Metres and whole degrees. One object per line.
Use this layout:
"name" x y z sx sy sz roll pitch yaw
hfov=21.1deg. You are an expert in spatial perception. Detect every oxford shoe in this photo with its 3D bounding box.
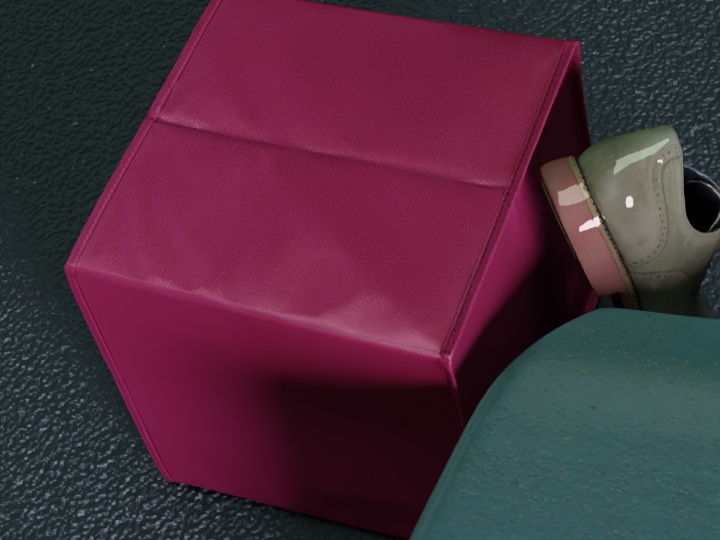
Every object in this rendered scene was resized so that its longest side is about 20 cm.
"oxford shoe" 0.153 -0.004 0.946 0.074 0.200 0.071 -27 60 11

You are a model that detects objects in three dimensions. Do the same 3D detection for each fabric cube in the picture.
"fabric cube" 0.000 0.000 0.984 0.197 0.197 0.201 11 56 21

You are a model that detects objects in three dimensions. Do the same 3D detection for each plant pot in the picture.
"plant pot" 0.143 0.130 0.865 0.194 0.197 0.201 6 45 18
